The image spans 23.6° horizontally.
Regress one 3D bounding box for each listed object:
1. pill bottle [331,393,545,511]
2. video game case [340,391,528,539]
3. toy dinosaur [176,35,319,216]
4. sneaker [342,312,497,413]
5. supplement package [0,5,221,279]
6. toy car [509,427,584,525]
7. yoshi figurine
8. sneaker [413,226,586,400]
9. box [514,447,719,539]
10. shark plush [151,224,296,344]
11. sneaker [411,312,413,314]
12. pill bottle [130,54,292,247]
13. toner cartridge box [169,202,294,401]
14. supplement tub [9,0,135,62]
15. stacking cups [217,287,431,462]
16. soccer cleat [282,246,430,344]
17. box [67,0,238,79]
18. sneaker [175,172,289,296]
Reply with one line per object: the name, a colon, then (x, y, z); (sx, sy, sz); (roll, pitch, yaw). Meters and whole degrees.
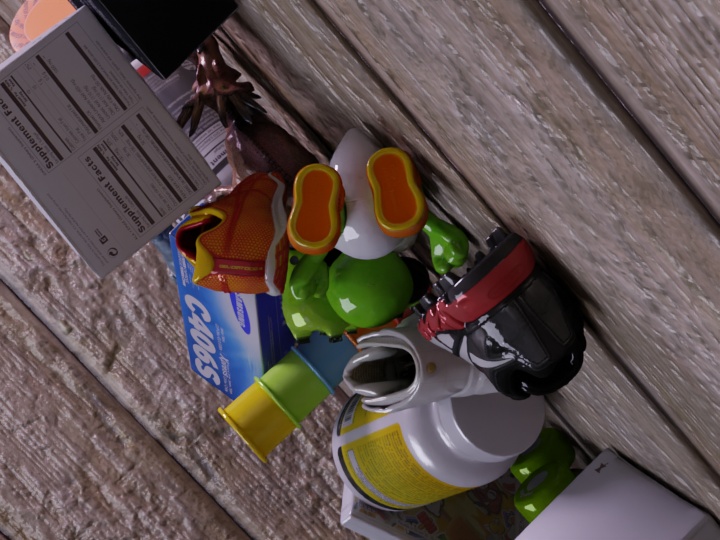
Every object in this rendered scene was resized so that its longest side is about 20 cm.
pill bottle: (0.064, 0.127, 1.402); (0.112, 0.112, 0.200); (47, 151, -6)
video game case: (0.076, 0.189, 1.552); (0.199, 0.023, 0.183); (27, -138, -20)
toy dinosaur: (-0.073, -0.087, 1.334); (0.200, 0.086, 0.136); (37, 163, 28)
sneaker: (0.032, 0.061, 1.239); (0.200, 0.115, 0.074); (169, 96, -65)
supplement package: (-0.204, -0.095, 1.258); (0.156, 0.111, 0.200); (52, 172, -13)
toy car: (0.141, 0.266, 1.450); (0.164, 0.200, 0.158); (49, -169, -9)
yoshi figurine: (0.006, -0.013, 1.151); (0.112, 0.112, 0.200); (38, 176, 9)
sneaker: (0.088, 0.036, 1.060); (0.098, 0.071, 0.200); (48, 172, 2)
box: (0.235, 0.254, 1.287); (0.200, 0.106, 0.152); (49, 173, -23)
shark plush: (-0.122, -0.006, 1.515); (0.200, 0.091, 0.083); (52, 167, -26)
sneaker: (-0.017, -0.008, 1.511); (0.200, 0.070, 0.090); (39, 169, 14)
pill bottle: (-0.126, -0.090, 1.482); (0.200, 0.116, 0.116); (44, 173, 19)
toner cartridge box: (-0.104, 0.040, 1.445); (0.095, 0.043, 0.200); (32, 150, 23)
supplement tub: (-0.244, -0.181, 1.664); (0.122, 0.123, 0.200); (41, 171, 42)
stacking cups: (-0.023, 0.072, 1.420); (0.061, 0.200, 0.061); (49, 175, 6)
soccer cleat: (0.000, 0.000, 1.302); (0.200, 0.067, 0.081); (-20, -76, -64)
box: (-0.188, -0.238, 1.147); (0.141, 0.079, 0.200); (35, 167, 50)
sneaker: (-0.090, -0.032, 1.216); (0.077, 0.073, 0.200); (6, -171, -5)
